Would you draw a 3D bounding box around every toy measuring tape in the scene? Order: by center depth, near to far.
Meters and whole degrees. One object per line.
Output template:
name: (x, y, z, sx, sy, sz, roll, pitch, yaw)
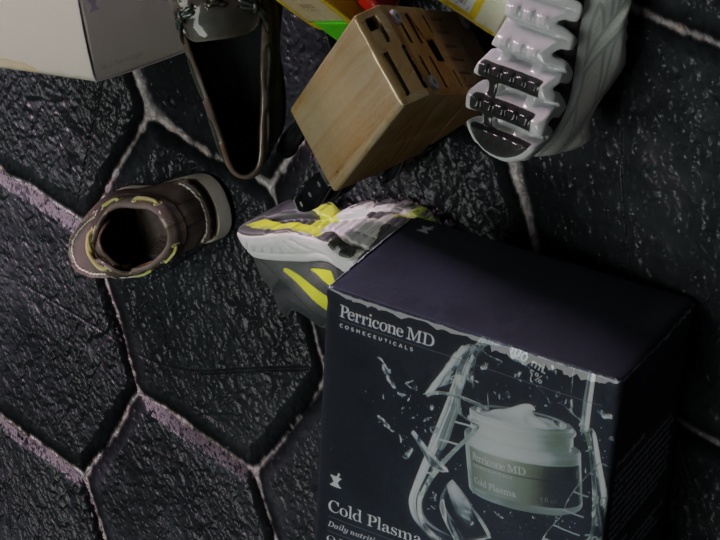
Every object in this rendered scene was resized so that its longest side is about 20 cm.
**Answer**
toy measuring tape: (-0.030, -0.200, 1.447, 0.074, 0.200, 0.074, -14, 64, 30)

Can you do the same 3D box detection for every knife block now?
knife block: (-0.005, -0.094, 1.459, 0.176, 0.200, 0.064, -33, 81, 22)

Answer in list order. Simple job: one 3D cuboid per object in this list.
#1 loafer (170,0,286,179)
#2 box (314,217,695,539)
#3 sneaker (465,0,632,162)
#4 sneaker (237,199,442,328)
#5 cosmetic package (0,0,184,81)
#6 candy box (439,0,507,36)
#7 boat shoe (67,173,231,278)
loafer: (-0.082, -0.149, 1.476, 0.063, 0.072, 0.200, -90, -9, -52)
box: (0.087, 0.098, 1.439, 0.200, 0.124, 0.197, 17, 120, 24)
sneaker: (0.128, -0.158, 1.349, 0.075, 0.081, 0.200, 35, 112, 41)
sneaker: (0.000, 0.000, 1.589, 0.200, 0.074, 0.085, 13, 131, 51)
cosmetic package: (-0.223, -0.195, 1.720, 0.200, 0.104, 0.073, 14, 119, 48)
candy box: (0.025, -0.237, 1.396, 0.200, 0.026, 0.102, 34, 120, 8)
boat shoe: (-0.177, -0.028, 1.782, 0.200, 0.060, 0.072, -14, 97, 52)
